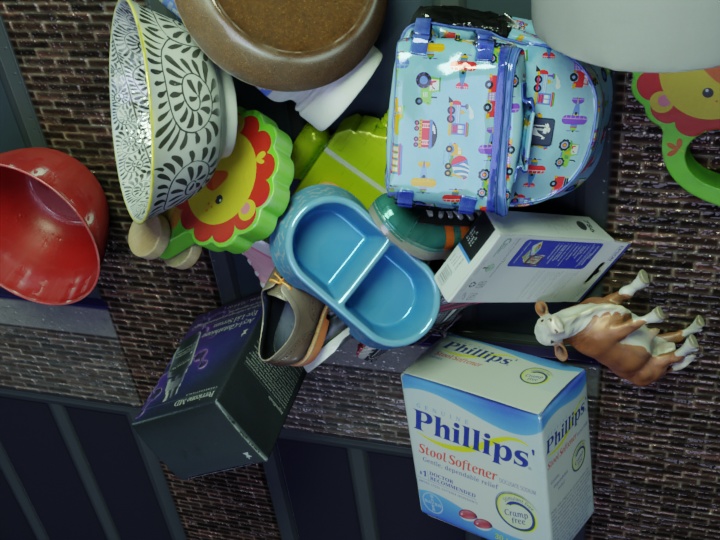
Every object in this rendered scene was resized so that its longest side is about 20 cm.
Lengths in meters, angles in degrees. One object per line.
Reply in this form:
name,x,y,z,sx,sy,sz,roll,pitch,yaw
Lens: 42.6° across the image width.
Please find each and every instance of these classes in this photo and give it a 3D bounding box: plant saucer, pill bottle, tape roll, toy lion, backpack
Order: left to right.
toy lion,-0.156,-0.105,0.948,0.190,0.202,0.068,-28,153,24
pill bottle,-0.081,-0.232,0.859,0.200,0.114,0.114,40,130,-14
plant saucer,-0.063,-0.257,0.789,0.200,0.201,0.034,40,169,-14
backpack,0.127,-0.136,0.831,0.197,0.135,0.185,10,112,5
tape roll,0.227,-0.224,0.693,0.197,0.201,0.067,3,129,18
toy lion,0.325,-0.152,0.815,0.189,0.069,0.202,20,132,13

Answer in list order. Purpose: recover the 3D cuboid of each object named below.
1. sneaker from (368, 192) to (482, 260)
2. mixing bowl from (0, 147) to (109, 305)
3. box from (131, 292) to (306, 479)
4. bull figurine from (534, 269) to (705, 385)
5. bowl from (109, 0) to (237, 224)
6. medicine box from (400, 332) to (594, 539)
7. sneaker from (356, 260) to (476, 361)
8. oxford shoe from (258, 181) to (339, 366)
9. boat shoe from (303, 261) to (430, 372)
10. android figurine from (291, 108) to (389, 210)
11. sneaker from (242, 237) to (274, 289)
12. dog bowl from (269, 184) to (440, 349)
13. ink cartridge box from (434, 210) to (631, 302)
sneaker,0.098,-0.053,0.937,0.198,0.072,0.080,14,126,-38
mixing bowl,-0.376,-0.070,1.103,0.197,0.109,0.202,11,131,13
box,-0.160,0.138,1.130,0.147,0.201,0.105,-19,120,32
bull figurine,0.275,0.065,0.975,0.199,0.066,0.121,27,137,-37
bowl,-0.171,-0.148,0.859,0.093,0.202,0.202,-7,137,-24
medicine box,0.154,0.194,1.033,0.181,0.103,0.202,12,124,39
sneaker,0.066,0.053,1.059,0.074,0.081,0.200,37,130,-14
oxford shoe,-0.059,0.006,0.968,0.071,0.073,0.203,15,97,30
boat shoe,-0.007,0.032,1.018,0.200,0.076,0.060,-41,88,14
android figurine,0.004,-0.089,0.992,0.181,0.041,0.200,33,132,-7
sneaker,-0.108,-0.011,1.073,0.199,0.076,0.105,32,126,-13
dog bowl,0.000,0.000,0.930,0.200,0.050,0.112,41,85,-14
ink cartridge box,0.178,-0.011,0.943,0.198,0.039,0.100,3,135,-37
